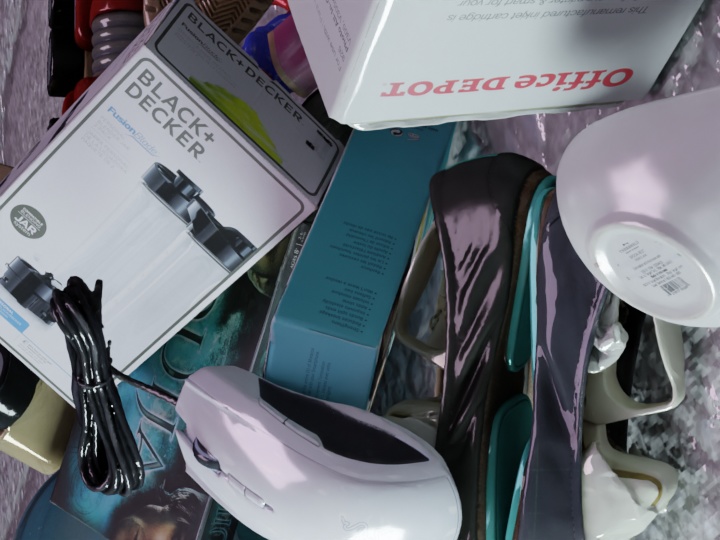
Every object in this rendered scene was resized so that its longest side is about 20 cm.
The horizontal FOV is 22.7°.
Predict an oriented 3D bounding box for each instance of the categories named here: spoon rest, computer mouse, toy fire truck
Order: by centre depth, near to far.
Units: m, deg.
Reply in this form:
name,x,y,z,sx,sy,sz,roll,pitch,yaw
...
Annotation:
name,x,y,z,sx,sy,sz,roll,pitch,yaw
spoon rest,0.139,-0.031,0.618,0.099,0.061,0.200,41,154,-10
computer mouse,-0.051,0.079,0.772,0.198,0.044,0.111,18,126,23
toy fire truck,-0.211,0.006,1.095,0.199,0.128,0.177,23,80,51
toy fire truck,-0.140,-0.152,1.196,0.200,0.127,0.178,138,133,-73

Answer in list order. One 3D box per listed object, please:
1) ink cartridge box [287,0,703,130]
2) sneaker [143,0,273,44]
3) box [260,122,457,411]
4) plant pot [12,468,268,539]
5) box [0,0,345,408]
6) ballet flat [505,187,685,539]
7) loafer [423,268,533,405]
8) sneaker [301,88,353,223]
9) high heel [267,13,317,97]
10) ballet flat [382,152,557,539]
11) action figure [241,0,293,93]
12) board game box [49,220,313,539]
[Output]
name,x,y,z,sx,sy,sz,roll,pitch,yaw
ink cartridge box,0.067,-0.149,0.659,0.201,0.144,0.088,113,144,-50
sneaker,-0.060,-0.196,0.948,0.108,0.069,0.202,161,129,-84
box,0.000,0.000,0.857,0.201,0.049,0.083,-70,-6,-52
plant pot,-0.084,0.174,1.075,0.188,0.198,0.202,-34,64,49
box,-0.116,-0.030,0.907,0.200,0.117,0.060,-38,15,32
ballet flat,0.100,0.063,0.745,0.073,0.072,0.202,-154,66,-64
loafer,0.058,0.055,0.843,0.072,0.062,0.202,-164,70,-65
sneaker,-0.039,-0.037,1.041,0.114,0.076,0.201,53,149,40
high heel,-0.016,-0.188,0.999,0.096,0.067,0.201,-36,36,22
ballet flat,0.048,0.048,0.789,0.068,0.068,0.202,8,95,25
action figure,-0.085,-0.106,1.002,0.200,0.098,0.066,-81,-6,-65
board game box,-0.096,0.055,0.976,0.135,0.028,0.202,20,94,46
